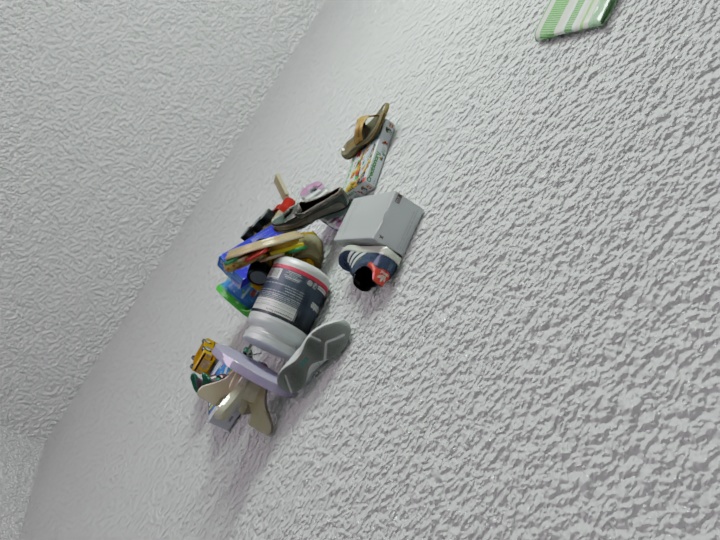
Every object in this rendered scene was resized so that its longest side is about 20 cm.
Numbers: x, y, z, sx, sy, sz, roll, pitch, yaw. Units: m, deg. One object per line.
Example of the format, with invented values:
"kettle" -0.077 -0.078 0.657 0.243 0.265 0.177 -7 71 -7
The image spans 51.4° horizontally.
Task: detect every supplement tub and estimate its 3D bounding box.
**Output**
"supplement tub" -0.165 0.084 1.672 0.140 0.140 0.201 -8 55 62

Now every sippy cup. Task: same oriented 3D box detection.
"sippy cup" -0.299 0.045 2.026 0.130 0.178 0.140 -49 -14 -3

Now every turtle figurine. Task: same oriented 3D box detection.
"turtle figurine" -0.284 0.231 1.732 0.150 0.199 0.101 -39 73 51

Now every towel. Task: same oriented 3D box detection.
"towel" 0.402 -0.491 1.351 0.153 0.023 0.200 -62 24 -4

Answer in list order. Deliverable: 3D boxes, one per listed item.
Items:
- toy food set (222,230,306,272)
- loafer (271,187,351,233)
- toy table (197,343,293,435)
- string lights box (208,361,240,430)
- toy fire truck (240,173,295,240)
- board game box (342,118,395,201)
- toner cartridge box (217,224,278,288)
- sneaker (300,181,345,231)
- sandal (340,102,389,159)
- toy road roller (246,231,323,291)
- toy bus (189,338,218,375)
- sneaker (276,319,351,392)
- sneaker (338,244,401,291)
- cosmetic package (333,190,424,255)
"toy food set" -0.223 -0.045 1.732 0.198 0.199 0.049 171 82 -74
"loafer" -0.121 -0.148 1.762 0.199 0.063 0.072 -16 39 9
"toy table" -0.249 0.256 1.597 0.199 0.184 0.118 27 90 25
"string lights box" -0.330 0.294 1.863 0.103 0.059 0.200 -55 23 14
"toy fire truck" -0.260 -0.170 2.224 0.176 0.129 0.200 -35 21 45
"board game box" 0.016 -0.270 1.862 0.126 0.035 0.201 -28 38 53
"toner cartridge box" -0.272 -0.040 1.976 0.200 0.095 0.043 -35 -20 -38
"sneaker" -0.071 -0.143 1.844 0.080 0.089 0.200 -34 43 -12
"sandal" 0.002 -0.350 1.871 0.200 0.054 0.081 -36 31 44
"toy road roller" -0.180 0.000 1.872 0.199 0.146 0.123 -10 41 12
"toy bus" -0.411 0.238 2.029 0.065 0.078 0.200 -58 12 -1
"sneaker" -0.094 0.162 1.526 0.200 0.070 0.080 -44 7 20
"sneaker" 0.000 0.000 1.516 0.200 0.075 0.085 -6 52 62
"cosmetic package" 0.035 -0.093 1.554 0.113 0.081 0.200 -64 24 -9
